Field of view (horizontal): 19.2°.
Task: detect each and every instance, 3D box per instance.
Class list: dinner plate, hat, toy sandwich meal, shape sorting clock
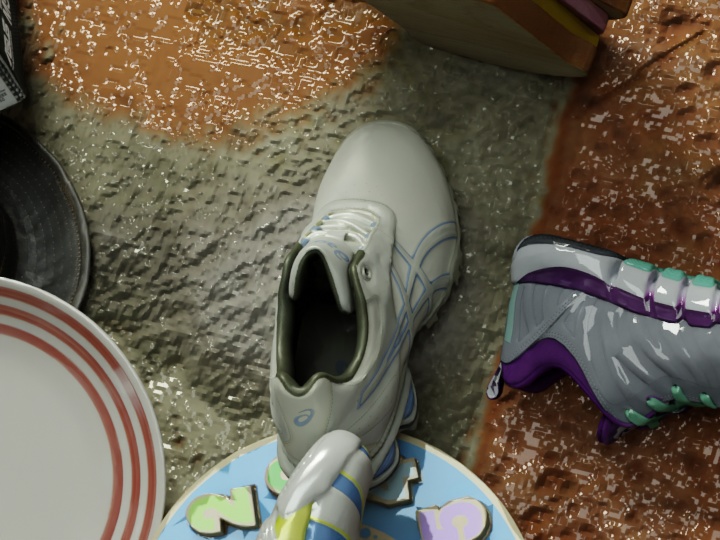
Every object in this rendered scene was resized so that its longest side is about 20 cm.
[{"bbox_3d":[-0.192,0.101,1.040,0.200,0.024,0.201,0,90,3],"label":"dinner plate"},{"bbox_3d":[-0.244,-0.006,1.083,0.200,0.081,0.201,-4,72,14],"label":"hat"},{"bbox_3d":[0.029,-0.148,0.999,0.205,0.205,0.070,14,90,19],"label":"toy sandwich meal"},{"bbox_3d":[-0.014,0.168,0.985,0.200,0.039,0.200,-5,71,14],"label":"shape sorting clock"}]

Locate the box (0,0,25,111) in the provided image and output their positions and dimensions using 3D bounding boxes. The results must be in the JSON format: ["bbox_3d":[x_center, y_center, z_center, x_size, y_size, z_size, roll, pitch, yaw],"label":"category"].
[{"bbox_3d":[-0.274,-0.117,1.107,0.200,0.048,0.193,-23,43,7],"label":"box"}]

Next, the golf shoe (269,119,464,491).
[{"bbox_3d":[0.000,0.000,0.999,0.078,0.097,0.200,-1,58,14],"label":"golf shoe"}]

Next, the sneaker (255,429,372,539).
[{"bbox_3d":[-0.012,0.174,0.930,0.105,0.076,0.200,22,97,3],"label":"sneaker"}]

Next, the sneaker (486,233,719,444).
[{"bbox_3d":[0.156,0.047,0.974,0.200,0.074,0.088,15,90,29],"label":"sneaker"}]
